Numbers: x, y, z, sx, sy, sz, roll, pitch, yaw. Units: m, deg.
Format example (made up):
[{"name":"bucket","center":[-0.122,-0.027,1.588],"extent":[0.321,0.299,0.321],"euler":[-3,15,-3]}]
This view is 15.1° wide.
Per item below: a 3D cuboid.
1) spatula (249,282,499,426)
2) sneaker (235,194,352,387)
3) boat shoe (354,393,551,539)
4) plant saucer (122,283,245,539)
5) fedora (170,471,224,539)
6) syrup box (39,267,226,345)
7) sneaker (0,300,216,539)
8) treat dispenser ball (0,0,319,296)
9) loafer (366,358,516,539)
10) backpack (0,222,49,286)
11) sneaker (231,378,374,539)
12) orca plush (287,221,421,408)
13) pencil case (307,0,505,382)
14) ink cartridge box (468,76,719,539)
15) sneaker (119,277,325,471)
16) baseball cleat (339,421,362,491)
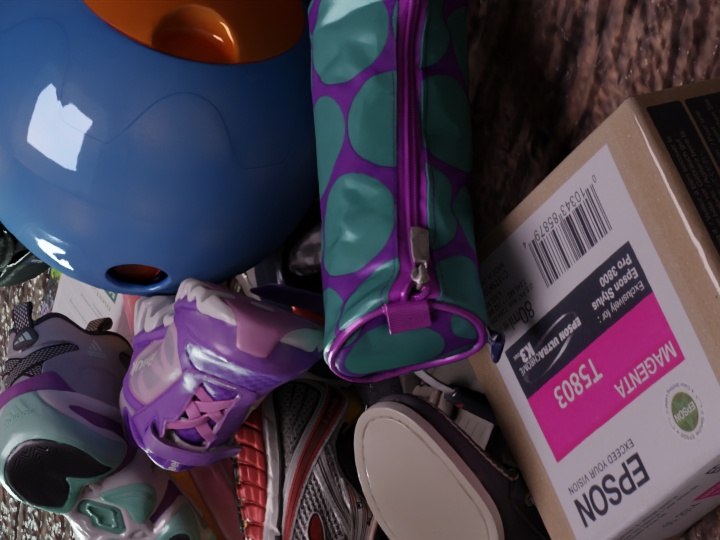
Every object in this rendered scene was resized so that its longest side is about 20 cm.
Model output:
[{"name":"spatula","center":[0.034,0.049,1.382],"extent":[0.021,0.200,0.056],"euler":[-63,16,-13]},{"name":"sneaker","center":[-0.046,-0.031,1.554],"extent":[0.200,0.075,0.085],"euler":[55,136,20]},{"name":"boat shoe","center":[0.067,0.128,1.372],"extent":[0.072,0.063,0.200],"euler":[-13,123,42]},{"name":"plant saucer","center":[-0.075,0.080,1.579],"extent":[0.201,0.051,0.201],"euler":[-24,-90,-87]},{"name":"fedora","center":[-0.123,0.149,1.653],"extent":[0.201,0.082,0.201],"euler":[54,165,21]},{"name":"syrup box","center":[-0.153,0.048,1.728],"extent":[0.079,0.081,0.200],"euler":[52,139,34]},{"name":"sneaker","center":[-0.136,0.089,1.500],"extent":[0.200,0.077,0.140],"euler":[60,-163,-48]},{"name":"treat dispenser ball","center":[-0.112,-0.086,1.454],"extent":[0.201,0.200,0.202],"euler":[26,123,50]},{"name":"loafer","center":[0.038,0.123,1.415],"extent":[0.072,0.063,0.201],"euler":[6,78,39]},{"name":"backpack","center":[-0.248,-0.050,1.785],"extent":[0.200,0.163,0.154],"euler":[125,132,-57]},{"name":"sneaker","center":[-0.021,0.153,1.443],"extent":[0.078,0.082,0.201],"euler":[110,154,-81]},{"name":"orca plush","center":[0.000,0.000,1.451],"extent":[0.071,0.105,0.201],"euler":[10,129,25]},{"name":"pencil case","center":[0.019,-0.049,1.326],"extent":[0.092,0.085,0.201],"euler":[118,152,-62]},{"name":"ink cartridge box","center":[0.137,0.029,1.292],"extent":[0.200,0.075,0.165],"euler":[-47,61,52]},{"name":"sneaker","center":[-0.076,0.058,1.369],"extent":[0.089,0.080,0.200],"euler":[-69,14,-12]},{"name":"baseball cleat","center":[0.045,0.133,1.492],"extent":[0.200,0.070,0.107],"euler":[51,126,26]}]
